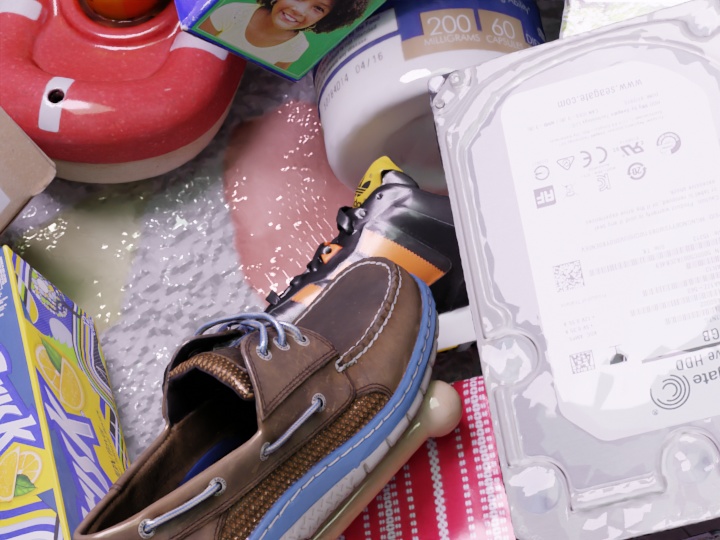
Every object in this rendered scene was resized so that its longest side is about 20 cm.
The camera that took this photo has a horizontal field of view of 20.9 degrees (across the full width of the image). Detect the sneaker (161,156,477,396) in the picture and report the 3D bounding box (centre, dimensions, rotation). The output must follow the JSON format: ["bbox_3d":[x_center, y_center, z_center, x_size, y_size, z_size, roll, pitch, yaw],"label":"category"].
[{"bbox_3d":[0.000,0.000,0.860,0.199,0.070,0.091,-18,98,-9],"label":"sneaker"}]

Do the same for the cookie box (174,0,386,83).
[{"bbox_3d":[-0.006,-0.213,0.847,0.200,0.075,0.172,-39,51,31],"label":"cookie box"}]

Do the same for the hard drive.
[{"bbox_3d":[0.109,0.002,0.739,0.139,0.038,0.201,-14,70,14],"label":"hard drive"}]

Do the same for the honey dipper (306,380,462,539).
[{"bbox_3d":[-0.028,0.117,0.752,0.038,0.038,0.200,38,72,23],"label":"honey dipper"}]

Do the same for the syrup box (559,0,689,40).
[{"bbox_3d":[0.128,-0.071,0.821,0.078,0.081,0.202,4,75,23],"label":"syrup box"}]

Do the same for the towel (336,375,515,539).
[{"bbox_3d":[0.004,0.112,0.777,0.198,0.023,0.145,-13,52,12],"label":"towel"}]

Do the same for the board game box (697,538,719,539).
[{"bbox_3d":[0.128,0.180,0.781,0.199,0.046,0.152,20,66,16],"label":"board game box"}]

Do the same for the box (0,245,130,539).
[{"bbox_3d":[-0.137,0.087,0.811,0.064,0.070,0.201,-33,44,12],"label":"box"}]

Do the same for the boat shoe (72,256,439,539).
[{"bbox_3d":[-0.036,0.055,0.745,0.072,0.073,0.200,-7,37,41],"label":"boat shoe"}]

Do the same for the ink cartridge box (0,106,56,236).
[{"bbox_3d":[-0.257,-0.009,0.873,0.164,0.075,0.200,14,59,48],"label":"ink cartridge box"}]

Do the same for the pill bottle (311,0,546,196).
[{"bbox_3d":[0.025,-0.141,0.928,0.110,0.111,0.201,-10,62,1],"label":"pill bottle"}]

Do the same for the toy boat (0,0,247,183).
[{"bbox_3d":[-0.116,-0.145,0.935,0.130,0.131,0.201,11,63,12],"label":"toy boat"}]
